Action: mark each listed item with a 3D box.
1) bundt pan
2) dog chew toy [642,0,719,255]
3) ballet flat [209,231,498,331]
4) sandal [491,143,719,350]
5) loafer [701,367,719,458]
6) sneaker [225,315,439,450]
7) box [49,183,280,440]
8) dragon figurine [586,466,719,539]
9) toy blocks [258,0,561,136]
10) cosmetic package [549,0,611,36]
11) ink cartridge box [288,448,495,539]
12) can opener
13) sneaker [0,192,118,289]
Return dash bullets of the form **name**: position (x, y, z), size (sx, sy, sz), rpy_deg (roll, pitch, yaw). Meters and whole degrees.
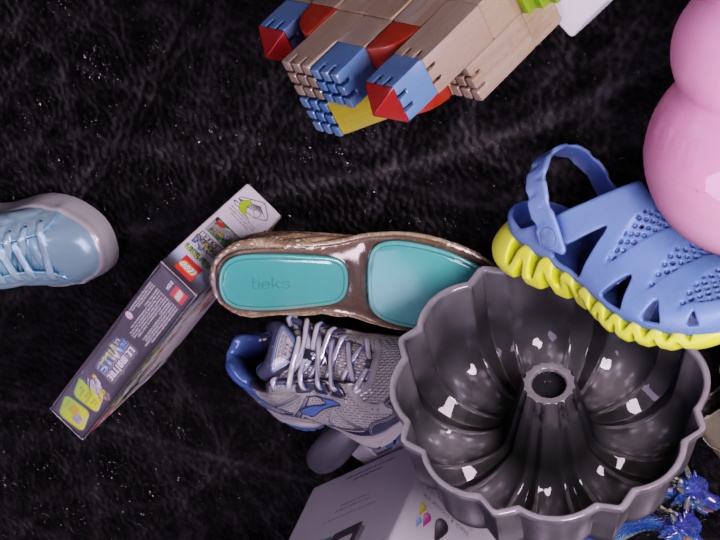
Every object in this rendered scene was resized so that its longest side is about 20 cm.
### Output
- **bundt pan**: position (0.118, 0.092, 1.600), size (0.201, 0.202, 0.076), rpy_deg (23, 146, 21)
- **dog chew toy**: position (0.225, -0.109, 1.431), size (0.124, 0.124, 0.201), rpy_deg (18, 122, 25)
- **ballet flat**: position (0.000, 0.000, 1.695), size (0.198, 0.065, 0.071), rpy_deg (6, 107, -3)
- **sandal**: position (0.161, -0.015, 1.555), size (0.199, 0.079, 0.088), rpy_deg (25, 123, 36)
- **loafer**: position (0.252, 0.053, 1.552), size (0.069, 0.075, 0.201), rpy_deg (29, 133, 10)
- **sneaker**: position (-0.025, 0.070, 1.719), size (0.085, 0.078, 0.199), rpy_deg (30, 159, -30)
- **box**: position (-0.138, 0.031, 1.795), size (0.035, 0.110, 0.200), rpy_deg (43, 135, 2)
- **dragon figurine**: position (0.146, 0.134, 1.698), size (0.199, 0.059, 0.100), rpy_deg (35, 134, 10)
- **toy blocks**: position (0.016, -0.135, 1.505), size (0.199, 0.137, 0.100), rpy_deg (18, 145, 48)
- **cosmetic package**: position (0.105, -0.255, 1.459), size (0.200, 0.052, 0.151), rpy_deg (47, 138, -1)
- **ink cartridge box**: position (0.023, 0.248, 1.749), size (0.147, 0.201, 0.146), rpy_deg (44, 137, -19)
- **can opener**: position (0.033, 0.100, 1.748), size (0.053, 0.067, 0.200), rpy_deg (49, 143, -8)
- **sneaker**: position (-0.269, -0.008, 1.883), size (0.199, 0.082, 0.074), rpy_deg (0, 121, 36)
